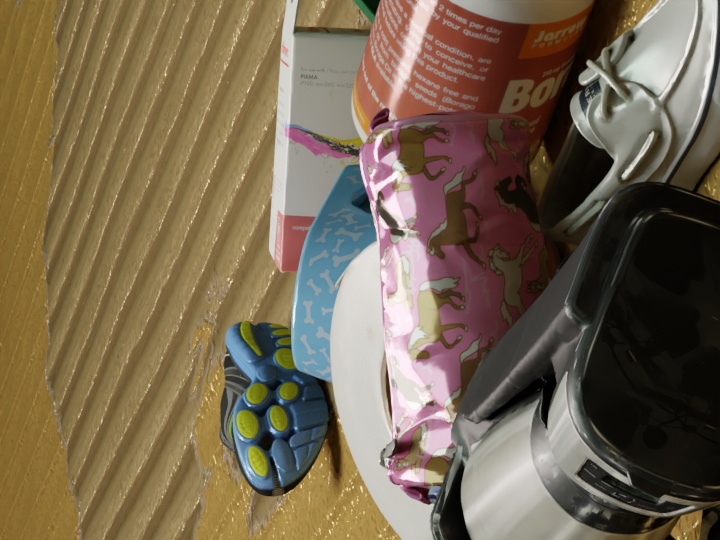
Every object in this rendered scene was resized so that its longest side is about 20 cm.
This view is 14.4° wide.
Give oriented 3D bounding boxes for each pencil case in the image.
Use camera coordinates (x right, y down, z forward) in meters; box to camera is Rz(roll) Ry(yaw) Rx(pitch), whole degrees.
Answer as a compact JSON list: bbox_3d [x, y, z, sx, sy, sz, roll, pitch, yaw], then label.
[{"bbox_3d":[0.049,0.017,1.423,0.083,0.086,0.200,-8,86,52],"label":"pencil case"}]

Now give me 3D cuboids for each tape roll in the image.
[{"bbox_3d":[0.056,0.072,1.538,0.203,0.037,0.203,29,128,46],"label":"tape roll"}]

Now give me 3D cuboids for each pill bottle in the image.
[{"bbox_3d":[0.068,-0.146,1.540,0.200,0.112,0.112,108,158,-46],"label":"pill bottle"}]

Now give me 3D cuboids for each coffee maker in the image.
[{"bbox_3d":[0.119,0.040,1.287,0.200,0.134,0.192,125,145,-62],"label":"coffee maker"}]

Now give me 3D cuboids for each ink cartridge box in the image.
[{"bbox_3d":[-0.021,-0.103,1.915,0.116,0.067,0.200,-123,37,-81],"label":"ink cartridge box"}]

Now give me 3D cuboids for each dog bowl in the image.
[{"bbox_3d":[0.000,0.000,1.742,0.200,0.049,0.112,-63,-22,-63],"label":"dog bowl"}]

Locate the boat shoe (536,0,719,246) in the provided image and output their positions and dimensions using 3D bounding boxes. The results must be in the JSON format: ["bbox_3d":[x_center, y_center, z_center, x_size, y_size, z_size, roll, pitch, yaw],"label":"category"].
[{"bbox_3d":[0.134,-0.080,1.376,0.200,0.066,0.072,113,155,-53],"label":"boat shoe"}]

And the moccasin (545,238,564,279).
[{"bbox_3d":[0.063,-0.011,1.596,0.201,0.078,0.074,-113,31,-46],"label":"moccasin"}]

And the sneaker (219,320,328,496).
[{"bbox_3d":[-0.065,0.110,2.088,0.200,0.071,0.083,-107,19,-63],"label":"sneaker"}]

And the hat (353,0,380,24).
[{"bbox_3d":[0.046,-0.253,1.799,0.200,0.176,0.166,51,-174,-11],"label":"hat"}]
